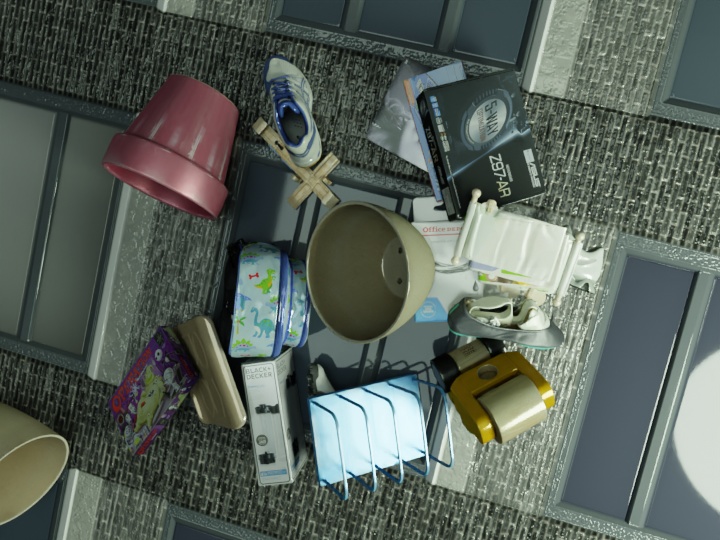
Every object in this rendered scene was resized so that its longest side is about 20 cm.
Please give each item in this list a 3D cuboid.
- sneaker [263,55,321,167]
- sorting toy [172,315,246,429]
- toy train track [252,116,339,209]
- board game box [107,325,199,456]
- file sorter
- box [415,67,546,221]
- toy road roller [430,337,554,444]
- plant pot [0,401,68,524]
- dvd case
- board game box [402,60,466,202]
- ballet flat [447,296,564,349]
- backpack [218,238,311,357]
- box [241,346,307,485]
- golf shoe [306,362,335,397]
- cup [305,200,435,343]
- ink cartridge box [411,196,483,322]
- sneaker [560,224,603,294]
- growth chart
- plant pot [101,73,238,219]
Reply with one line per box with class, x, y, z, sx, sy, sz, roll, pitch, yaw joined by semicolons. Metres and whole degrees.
sneaker;-0.113;-0.274;1.010;0.074;0.088;0.204;-22;79;4
sorting toy;-0.257;0.172;1.047;0.036;0.199;0.189;-20;90;-33
toy train track;-0.113;-0.184;1.054;0.115;0.033;0.200;-44;85;9
board game box;-0.366;0.211;1.082;0.201;0.032;0.120;-52;56;19
file sorter;0.034;0.260;0.973;0.196;0.122;0.142;-9;93;-23
box;0.188;-0.195;0.962;0.157;0.043;0.205;-15;90;-12
toy road roller;0.205;0.202;0.956;0.121;0.200;0.148;-25;121;-8
plant pot;-0.669;0.316;1.112;0.198;0.187;0.190;33;98;19
dvd case;0.125;-0.241;1.023;0.197;0.016;0.151;29;97;6
board game box;0.144;-0.224;1.003;0.101;0.019;0.204;-16;91;7
ballet flat;0.231;0.075;0.941;0.195;0.073;0.075;8;95;-10
backpack;-0.152;0.048;0.991;0.143;0.200;0.188;5;93;-11
box;-0.143;0.242;1.044;0.059;0.117;0.205;-8;92;9
golf shoe;-0.031;0.245;1.058;0.093;0.078;0.204;-21;90;-11
cup;0.034;-0.002;0.936;0.197;0.142;0.205;4;97;39
ink cartridge box;0.140;-0.021;1.009;0.113;0.067;0.205;-3;93;9
sneaker;0.292;-0.038;0.985;0.196;0.074;0.090;19;96;-3
growth chart;0.236;-0.025;0.935;0.196;0.018;0.147;19;119;-2
plant pot;-0.291;-0.207;1.012;0.196;0.200;0.182;22;81;7
